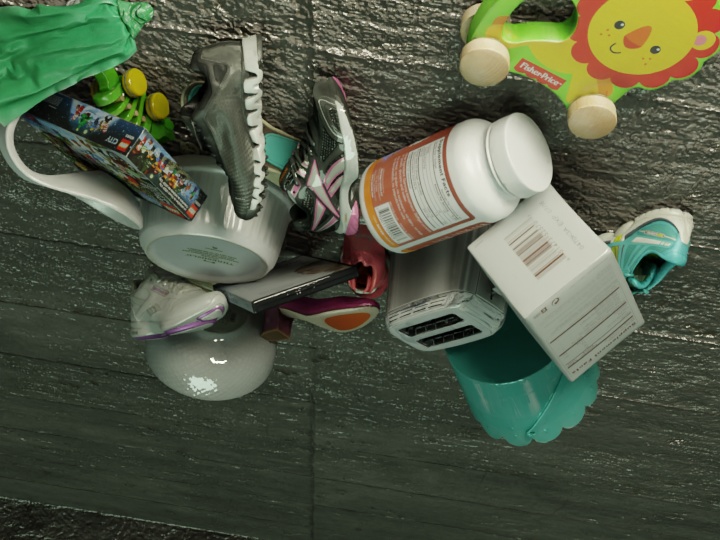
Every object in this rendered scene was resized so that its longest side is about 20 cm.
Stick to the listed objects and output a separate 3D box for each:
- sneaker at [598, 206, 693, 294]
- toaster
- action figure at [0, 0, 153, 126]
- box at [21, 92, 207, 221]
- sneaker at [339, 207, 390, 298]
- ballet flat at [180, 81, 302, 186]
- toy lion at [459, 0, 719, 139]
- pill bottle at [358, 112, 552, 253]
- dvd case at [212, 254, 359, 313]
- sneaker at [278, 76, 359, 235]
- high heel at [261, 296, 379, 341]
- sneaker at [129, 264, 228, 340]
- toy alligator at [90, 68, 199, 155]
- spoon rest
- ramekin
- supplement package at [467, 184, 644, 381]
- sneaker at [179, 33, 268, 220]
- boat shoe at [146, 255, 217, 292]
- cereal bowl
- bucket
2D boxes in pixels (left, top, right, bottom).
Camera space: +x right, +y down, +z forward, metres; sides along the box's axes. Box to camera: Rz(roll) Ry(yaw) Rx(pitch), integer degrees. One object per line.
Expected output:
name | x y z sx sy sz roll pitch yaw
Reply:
sneaker | 0.323 -0.007 1.160 0.077 0.081 0.200 19 151 -17
toaster | 0.107 0.020 1.223 0.199 0.131 0.113 -19 140 42
action figure | -0.296 -0.230 0.957 0.197 0.055 0.119 -13 116 15
box | -0.281 -0.133 1.070 0.198 0.038 0.137 24 164 32
sneaker | 0.000 0.000 1.264 0.073 0.088 0.201 6 152 6
ballet flat | -0.130 -0.144 1.074 0.199 0.070 0.069 31 145 -34
toy lion | 0.212 -0.216 0.845 0.198 0.069 0.192 21 143 -19
pill bottle | 0.102 -0.096 1.032 0.199 0.113 0.112 -19 141 41
dvd case | -0.101 0.014 1.228 0.141 0.018 0.200 -20 -168 -20
sneaker | -0.047 -0.110 1.034 0.085 0.081 0.202 -8 132 -6
high heel | -0.058 0.037 1.347 0.198 0.097 0.067 -10 147 27
sneaker | -0.253 0.037 1.268 0.198 0.101 0.074 -11 176 44
toy alligator | -0.245 -0.166 1.073 0.059 0.055 0.200 -6 148 27
spoon rest | -0.325 -0.102 1.067 0.099 0.061 0.200 15 157 51
ramekin | -0.184 -0.056 1.188 0.199 0.095 0.203 5 158 2
supplement package | 0.225 0.018 1.074 0.117 0.117 0.200 -39 145 4
sneaker | -0.141 -0.146 0.989 0.089 0.067 0.202 -2 122 -8
boat shoe | -0.208 -0.002 1.346 0.197 0.073 0.065 18 156 -2
cereal bowl | -0.215 0.088 1.396 0.197 0.201 0.084 12 129 -4
bucket | 0.216 0.115 1.292 0.205 0.209 0.135 -5 140 25
